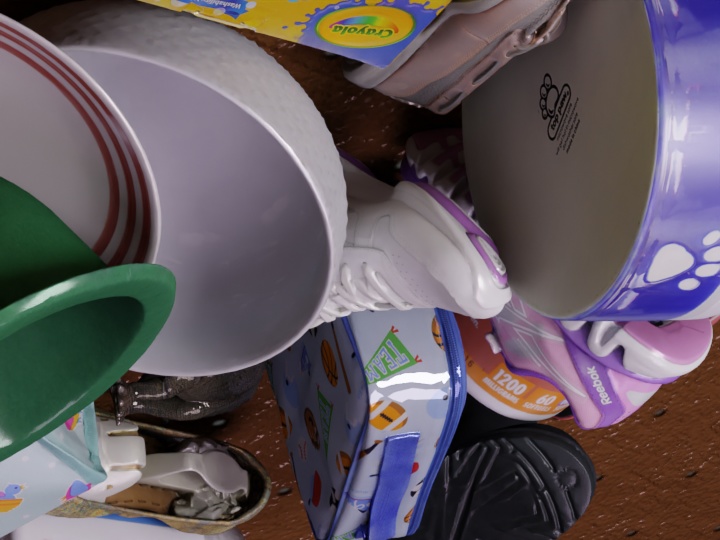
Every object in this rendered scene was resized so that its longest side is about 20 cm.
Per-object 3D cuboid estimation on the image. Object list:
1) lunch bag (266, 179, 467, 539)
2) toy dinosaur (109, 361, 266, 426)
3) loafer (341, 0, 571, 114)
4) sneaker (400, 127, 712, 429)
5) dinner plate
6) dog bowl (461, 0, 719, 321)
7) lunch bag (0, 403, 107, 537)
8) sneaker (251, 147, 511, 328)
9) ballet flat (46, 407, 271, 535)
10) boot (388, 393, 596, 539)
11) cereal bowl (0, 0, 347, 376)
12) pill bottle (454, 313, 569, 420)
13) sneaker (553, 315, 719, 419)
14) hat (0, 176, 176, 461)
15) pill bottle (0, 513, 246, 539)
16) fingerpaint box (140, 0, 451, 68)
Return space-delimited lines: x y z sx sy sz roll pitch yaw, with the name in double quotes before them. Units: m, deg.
"lunch bag" 0.002 0.060 1.296 0.075 0.161 0.201 -10 148 -16
"toy dinosaur" -0.091 0.055 1.319 0.101 0.077 0.201 -7 145 -8
"loafer" 0.067 -0.126 1.079 0.063 0.072 0.200 30 151 -21
"sneaker" 0.088 0.008 1.225 0.080 0.200 0.089 -23 149 -45
"dinner plate" -0.182 -0.049 1.054 0.199 0.024 0.201 10 132 11
"dog bowl" 0.125 -0.076 1.108 0.078 0.201 0.200 -2 146 -24
"lunch bag" -0.253 0.067 1.202 0.170 0.123 0.200 -28 139 16
"sneaker" 0.000 0.000 1.157 0.100 0.200 0.075 -52 125 -10
"ballet flat" -0.133 0.117 1.387 0.199 0.071 0.071 18 134 -42
"boot" 0.076 0.113 1.428 0.200 0.077 0.168 -31 -167 34
"cereal bowl" -0.098 -0.049 1.097 0.198 0.084 0.201 9 134 10
"pill bottle" 0.132 -0.012 1.303 0.112 0.113 0.200 8 140 -38
"sneaker" 0.188 0.019 1.450 0.086 0.074 0.200 -8 155 -46
"hat" -0.191 -0.024 1.033 0.165 0.177 0.200 -18 158 -46
"pill bottle" -0.166 0.186 1.451 0.199 0.113 0.112 15 136 -43
"fingerpaint box" -0.023 -0.181 0.977 0.199 0.074 0.167 10 138 -40
